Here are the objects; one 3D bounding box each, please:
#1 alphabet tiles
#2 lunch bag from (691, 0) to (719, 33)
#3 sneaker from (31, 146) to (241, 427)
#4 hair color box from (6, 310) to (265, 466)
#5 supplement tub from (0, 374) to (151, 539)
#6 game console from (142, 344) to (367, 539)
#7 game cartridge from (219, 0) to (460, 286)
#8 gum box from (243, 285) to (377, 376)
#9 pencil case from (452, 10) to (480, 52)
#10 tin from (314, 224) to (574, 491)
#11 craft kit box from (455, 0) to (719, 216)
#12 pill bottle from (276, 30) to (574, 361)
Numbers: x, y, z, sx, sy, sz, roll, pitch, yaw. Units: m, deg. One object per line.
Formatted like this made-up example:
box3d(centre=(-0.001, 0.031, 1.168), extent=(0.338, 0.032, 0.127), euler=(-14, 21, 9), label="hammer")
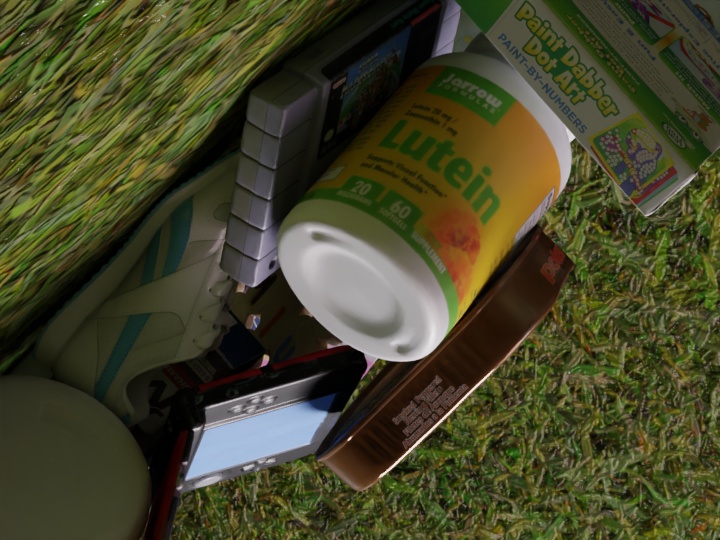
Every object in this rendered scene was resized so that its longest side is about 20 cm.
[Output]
box3d(centre=(-0.038, -0.010, 1.701), extent=(0.196, 0.015, 0.200), euler=(-48, -148, 21), label="alphabet tiles")
box3d(centre=(0.209, -0.173, 1.947), extent=(0.160, 0.200, 0.076), euler=(-40, 172, -43), label="lunch bag")
box3d(centre=(-0.102, 0.004, 1.579), extent=(0.200, 0.081, 0.076), euler=(-47, 174, 14), label="sneaker")
box3d(centre=(-0.165, 0.083, 1.676), extent=(0.200, 0.100, 0.060), euler=(-44, 174, 21), label="hair color box")
box3d(centre=(-0.213, 0.174, 1.578), extent=(0.145, 0.145, 0.200), euler=(-39, 161, -42), label="supplement tub")
box3d(centre=(-0.074, 0.144, 1.603), extent=(0.171, 0.119, 0.200), euler=(-15, 164, -15), label="game console")
box3d(centre=(-0.006, -0.087, 1.549), extent=(0.200, 0.038, 0.130), euler=(-39, 154, -47), label="game cartridge")
box3d(centre=(-0.033, 0.020, 1.958), extent=(0.066, 0.114, 0.200), euler=(-7, -154, 33), label="gum box")
box3d(centre=(0.076, -0.117, 1.733), extent=(0.200, 0.091, 0.083), euler=(-55, -172, -4), label="pencil case")
box3d(centre=(0.050, 0.053, 1.564), extent=(0.200, 0.042, 0.112), euler=(-46, -172, 30), label="tin")
box3d(centre=(0.137, -0.140, 1.527), extent=(0.048, 0.200, 0.197), euler=(-42, 177, 24), label="craft kit box")
box3d(centre=(0.051, -0.053, 1.523), extent=(0.200, 0.111, 0.111), euler=(-50, -179, -31), label="pill bottle")
